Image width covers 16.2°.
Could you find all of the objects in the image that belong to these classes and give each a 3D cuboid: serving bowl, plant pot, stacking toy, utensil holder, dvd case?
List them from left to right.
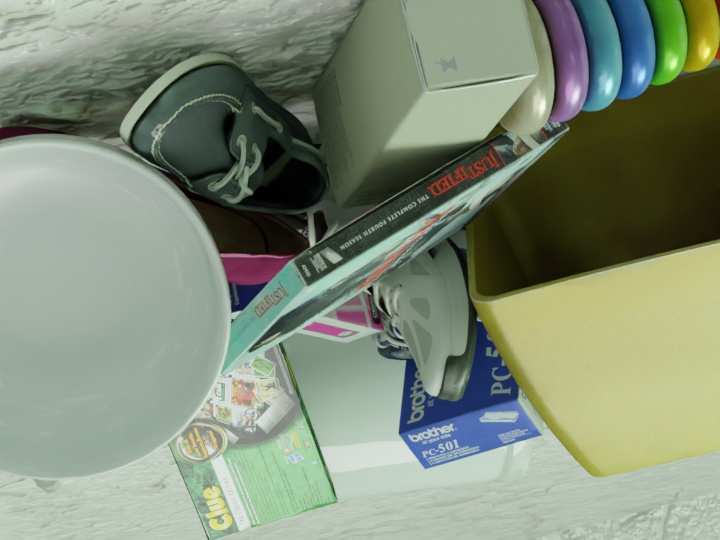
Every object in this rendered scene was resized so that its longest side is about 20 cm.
[{"bbox_3d":[-0.170,0.014,1.416,0.199,0.201,0.066,-13,-162,5],"label":"serving bowl"},{"bbox_3d":[0.017,0.094,1.973,0.199,0.171,0.170,-7,165,-13],"label":"utensil holder"},{"bbox_3d":[0.014,-0.017,1.433,0.200,0.022,0.146,-33,174,-31],"label":"dvd case"},{"bbox_3d":[0.184,0.011,1.586,0.199,0.200,0.177,-15,122,9],"label":"plant pot"},{"bbox_3d":[0.167,-0.134,1.403,0.199,0.086,0.085,-13,166,-14],"label":"stacking toy"}]

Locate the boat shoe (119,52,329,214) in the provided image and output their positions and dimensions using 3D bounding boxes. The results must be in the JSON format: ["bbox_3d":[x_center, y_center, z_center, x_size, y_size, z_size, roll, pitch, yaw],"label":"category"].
[{"bbox_3d":[-0.070,-0.071,1.431,0.073,0.062,0.200,-47,162,8],"label":"boat shoe"}]

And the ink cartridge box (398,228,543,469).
[{"bbox_3d":[0.084,0.042,1.786,0.094,0.200,0.044,-18,130,23],"label":"ink cartridge box"}]

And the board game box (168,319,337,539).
[{"bbox_3d":[-0.090,0.112,1.839,0.104,0.023,0.200,-17,131,0],"label":"board game box"}]

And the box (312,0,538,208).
[{"bbox_3d":[0.032,-0.104,1.394,0.068,0.082,0.200,-9,167,-17],"label":"box"}]

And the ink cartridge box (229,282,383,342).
[{"bbox_3d":[-0.053,-0.011,1.655,0.037,0.095,0.200,-20,164,27],"label":"ink cartridge box"}]

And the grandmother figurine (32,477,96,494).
[{"bbox_3d":[-0.183,0.033,1.499,0.121,0.201,0.061,-7,171,-15],"label":"grandmother figurine"}]

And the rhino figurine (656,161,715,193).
[{"bbox_3d":[0.271,-0.073,1.715,0.199,0.088,0.060,-1,133,-34],"label":"rhino figurine"}]

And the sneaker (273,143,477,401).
[{"bbox_3d":[0.000,0.000,1.557,0.115,0.201,0.076,-2,139,-15],"label":"sneaker"}]

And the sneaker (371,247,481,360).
[{"bbox_3d":[0.048,0.024,1.735,0.077,0.085,0.200,8,-175,-26],"label":"sneaker"}]

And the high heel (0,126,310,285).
[{"bbox_3d":[-0.124,-0.043,1.467,0.096,0.068,0.200,-11,157,43],"label":"high heel"}]
